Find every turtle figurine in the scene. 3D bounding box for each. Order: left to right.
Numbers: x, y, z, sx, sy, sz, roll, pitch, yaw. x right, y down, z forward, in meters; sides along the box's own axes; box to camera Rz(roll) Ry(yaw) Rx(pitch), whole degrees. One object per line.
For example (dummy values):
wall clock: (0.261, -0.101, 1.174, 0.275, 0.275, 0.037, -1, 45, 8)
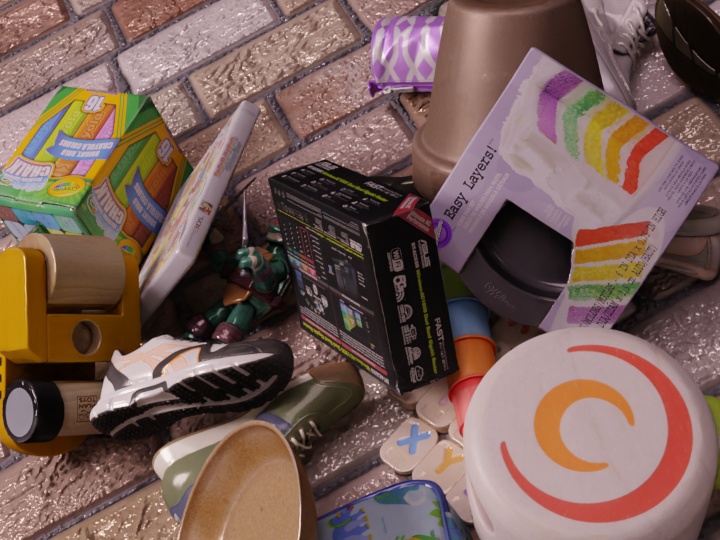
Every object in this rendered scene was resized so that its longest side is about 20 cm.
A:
turtle figurine: (-0.111, 0.008, 1.292, 0.201, 0.101, 0.150, -61, 20, -12)

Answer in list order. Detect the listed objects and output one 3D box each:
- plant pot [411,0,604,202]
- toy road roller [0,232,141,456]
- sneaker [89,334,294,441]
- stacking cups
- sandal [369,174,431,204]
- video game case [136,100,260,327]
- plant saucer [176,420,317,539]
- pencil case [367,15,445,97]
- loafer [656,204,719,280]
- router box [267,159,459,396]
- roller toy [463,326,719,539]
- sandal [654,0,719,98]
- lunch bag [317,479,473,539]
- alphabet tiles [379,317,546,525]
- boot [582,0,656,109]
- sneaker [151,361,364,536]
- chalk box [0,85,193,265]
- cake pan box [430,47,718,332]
plant pot: (0.137, -0.164, 1.241, 0.199, 0.175, 0.200, -5, 28, 3)
toy road roller: (-0.290, 0.069, 1.272, 0.146, 0.123, 0.201, -2, 87, 43)
sneaker: (-0.145, 0.082, 1.182, 0.199, 0.074, 0.080, -15, 51, 25)
stacking cups: (0.085, 0.056, 1.190, 0.060, 0.061, 0.201, -14, 52, 11)
sandal: (0.048, -0.055, 1.315, 0.200, 0.058, 0.080, 2, 25, 41)
video game case: (-0.167, -0.044, 1.323, 0.023, 0.200, 0.183, 28, 56, -13)
plant saucer: (-0.085, 0.218, 1.071, 0.200, 0.035, 0.201, -35, 46, 46)
pencil case: (0.103, -0.212, 1.399, 0.199, 0.084, 0.086, 4, 59, 24)
loafer: (0.217, -0.026, 1.217, 0.199, 0.063, 0.072, 5, 20, 29)
router box: (0.000, 0.000, 1.178, 0.062, 0.150, 0.200, -19, 23, -21)
roller toy: (0.166, 0.148, 1.034, 0.200, 0.140, 0.183, 31, 67, 23)
sandal: (0.356, -0.199, 1.294, 0.054, 0.082, 0.200, -28, 49, -32)
lunch bag: (0.017, 0.268, 1.042, 0.160, 0.083, 0.201, -22, 46, 11)
alphabet tiles: (0.116, 0.114, 1.173, 0.196, 0.015, 0.200, -44, 49, -16)
boot: (0.252, -0.226, 1.359, 0.095, 0.074, 0.200, -22, 50, 4)
sneaker: (-0.077, 0.161, 1.182, 0.200, 0.067, 0.090, -27, 51, 4)
chalk box: (-0.282, -0.071, 1.415, 0.123, 0.125, 0.200, 9, 58, 29)
cake pan box: (0.163, -0.053, 1.145, 0.184, 0.052, 0.200, 35, 100, 6)
